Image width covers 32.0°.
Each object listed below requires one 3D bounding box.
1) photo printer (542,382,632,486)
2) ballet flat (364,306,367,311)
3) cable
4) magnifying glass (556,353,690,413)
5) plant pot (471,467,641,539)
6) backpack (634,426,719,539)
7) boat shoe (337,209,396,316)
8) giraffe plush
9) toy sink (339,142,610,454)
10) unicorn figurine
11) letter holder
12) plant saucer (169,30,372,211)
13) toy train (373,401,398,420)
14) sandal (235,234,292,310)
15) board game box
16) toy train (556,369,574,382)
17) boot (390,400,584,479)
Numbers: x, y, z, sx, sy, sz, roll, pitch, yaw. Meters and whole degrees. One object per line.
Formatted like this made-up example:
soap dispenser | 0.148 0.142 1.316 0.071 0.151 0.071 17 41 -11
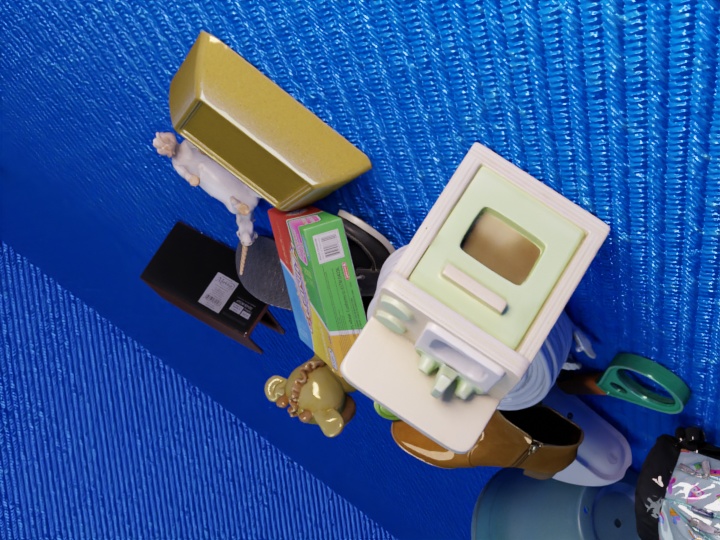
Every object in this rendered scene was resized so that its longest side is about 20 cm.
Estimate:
photo printer | 0.208 0.177 1.450 0.200 0.070 0.166 39 164 -16
ballet flat | 0.033 0.095 1.518 0.199 0.071 0.070 33 168 -36
cable | 0.103 0.055 1.214 0.199 0.070 0.200 -7 134 39
magnifying glass | 0.256 0.114 1.257 0.079 0.022 0.200 38 165 -14
plant pot | 0.269 0.325 1.567 0.199 0.201 0.188 37 151 -12
backpack | 0.376 0.260 1.250 0.199 0.127 0.167 22 157 29
boat shoe | 0.000 0.000 1.361 0.071 0.068 0.200 30 163 19
giraffe plush | -0.027 0.139 1.643 0.200 0.163 0.172 41 163 -27
toy sink | 0.088 0.025 0.999 0.130 0.201 0.112 33 165 5
unicorn figurine | -0.154 -0.090 1.421 0.201 0.074 0.137 54 170 -14
letter holder | -0.192 0.038 1.808 0.199 0.101 0.142 27 165 25
plant saucer | -0.103 -0.128 1.224 0.199 0.049 0.200 37 165 -10
toy train | 0.042 0.120 1.400 0.084 0.116 0.200 39 132 -16
sandal | -0.074 0.020 1.575 0.199 0.077 0.043 30 -169 20
board game box | -0.042 0.014 1.304 0.200 0.040 0.155 -152 47 -74
toy train | 0.144 0.050 1.271 0.200 0.034 0.046 40 160 -19
boot | 0.132 0.164 1.327 0.199 0.071 0.144 13 154 6
